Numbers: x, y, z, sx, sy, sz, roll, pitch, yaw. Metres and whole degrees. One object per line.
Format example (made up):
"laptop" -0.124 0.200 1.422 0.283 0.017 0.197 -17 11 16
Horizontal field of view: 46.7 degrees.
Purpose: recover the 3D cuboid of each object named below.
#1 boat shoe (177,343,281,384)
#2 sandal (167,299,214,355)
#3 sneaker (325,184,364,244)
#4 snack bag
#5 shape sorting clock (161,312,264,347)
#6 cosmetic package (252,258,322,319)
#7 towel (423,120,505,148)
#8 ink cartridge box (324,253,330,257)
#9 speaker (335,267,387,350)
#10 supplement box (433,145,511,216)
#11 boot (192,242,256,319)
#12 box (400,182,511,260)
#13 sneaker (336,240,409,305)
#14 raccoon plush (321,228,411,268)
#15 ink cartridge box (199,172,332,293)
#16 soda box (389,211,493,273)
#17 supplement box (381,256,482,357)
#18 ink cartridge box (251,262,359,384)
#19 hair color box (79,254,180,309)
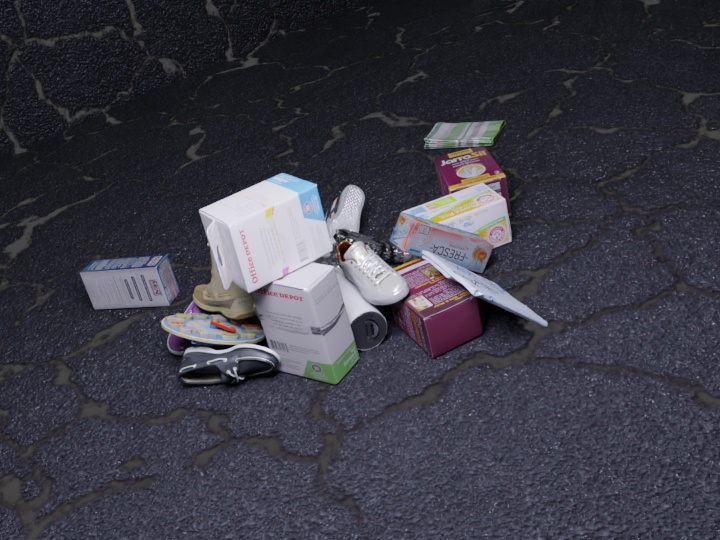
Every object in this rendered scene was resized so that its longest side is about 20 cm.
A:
"boat shoe" -0.239 0.178 1.512 0.198 0.076 0.061 -7 45 24
"sandal" -0.350 0.101 1.711 0.082 0.050 0.203 -9 30 11
"sneaker" -0.045 -0.101 1.905 0.079 0.078 0.201 -46 16 47
"snack bag" 0.219 0.036 1.472 0.022 0.188 0.200 -61 31 9
"shape sorting clock" -0.281 0.109 1.600 0.198 0.040 0.200 13 6 -1
"cosmetic package" -0.136 0.002 1.647 0.104 0.071 0.202 10 68 8
"towel" 0.284 -0.378 2.279 0.198 0.031 0.149 1 33 25
"ink cartridge box" -0.165 -0.051 1.740 0.043 0.201 0.196 -13 21 45
"speaker" -0.019 0.070 1.585 0.081 0.082 0.200 -21 30 -11
"supplement box" 0.253 -0.192 1.893 0.130 0.104 0.200 -15 29 0
"boot" -0.281 0.005 1.671 0.072 0.157 0.199 -15 18 -34
"box" 0.201 -0.091 1.743 0.199 0.102 0.113 -21 29 -11
"sneaker" 0.011 0.000 1.526 0.073 0.085 0.200 -39 34 -16
"raccoon plush" 0.000 0.000 1.733 0.198 0.135 0.097 17 12 -8
"ink cartridge box" -0.172 -0.064 1.424 0.199 0.129 0.125 -27 30 -26
"soda box" 0.159 -0.053 1.629 0.199 0.064 0.068 15 15 -31
"supplement box" 0.123 0.062 1.527 0.110 0.086 0.200 -23 30 -16
"ink cartridge box" -0.099 0.086 1.468 0.145 0.201 0.084 9 36 35
"hair color box" -0.514 0.027 1.861 0.198 0.101 0.061 -3 29 19
